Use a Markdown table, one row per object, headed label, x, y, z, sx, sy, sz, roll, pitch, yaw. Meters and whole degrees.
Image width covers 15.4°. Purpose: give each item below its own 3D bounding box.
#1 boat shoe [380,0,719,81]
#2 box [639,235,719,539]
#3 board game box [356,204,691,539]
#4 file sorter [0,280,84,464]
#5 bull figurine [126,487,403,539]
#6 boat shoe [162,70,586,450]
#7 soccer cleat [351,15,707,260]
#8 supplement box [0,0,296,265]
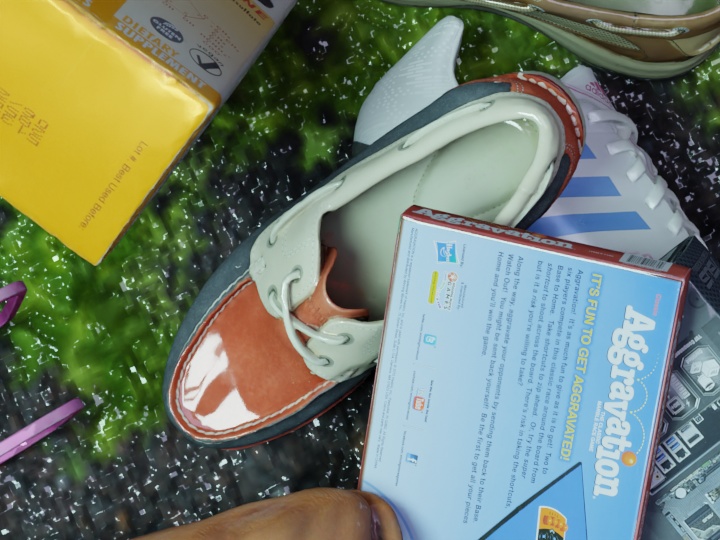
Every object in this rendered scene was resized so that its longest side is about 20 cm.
| label | x | y | z | sx | sy | sz | roll | pitch | yaw |
| --- | --- | --- | --- | --- | --- | --- | --- | --- | --- |
| boat shoe | 0.057 | -0.135 | 1.027 | 0.199 | 0.074 | 0.076 | 16 | 81 | -8 |
| box | 0.094 | 0.110 | 0.970 | 0.200 | 0.051 | 0.158 | -41 | 89 | 21 |
| board game box | 0.049 | 0.085 | 0.939 | 0.102 | 0.019 | 0.202 | 13 | 107 | 14 |
| file sorter | -0.198 | 0.000 | 0.934 | 0.125 | 0.139 | 0.201 | -31 | 89 | -13 |
| bull figurine | -0.077 | 0.136 | 0.928 | 0.199 | 0.122 | 0.065 | -22 | 132 | 17 |
| boat shoe | 0.000 | 0.000 | 0.973 | 0.200 | 0.063 | 0.071 | -39 | 93 | 17 |
| soccer cleat | 0.093 | -0.025 | 1.020 | 0.199 | 0.070 | 0.087 | 31 | 88 | -4 |
| supplement box | -0.098 | -0.095 | 0.930 | 0.126 | 0.200 | 0.074 | 36 | 111 | -5 |
